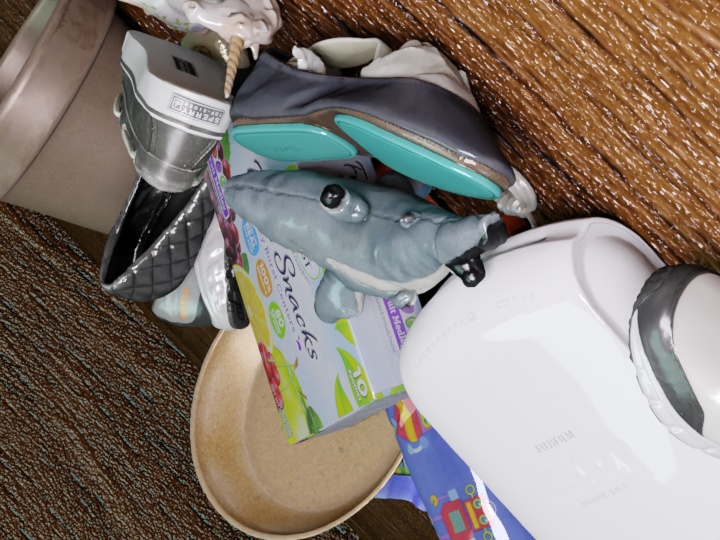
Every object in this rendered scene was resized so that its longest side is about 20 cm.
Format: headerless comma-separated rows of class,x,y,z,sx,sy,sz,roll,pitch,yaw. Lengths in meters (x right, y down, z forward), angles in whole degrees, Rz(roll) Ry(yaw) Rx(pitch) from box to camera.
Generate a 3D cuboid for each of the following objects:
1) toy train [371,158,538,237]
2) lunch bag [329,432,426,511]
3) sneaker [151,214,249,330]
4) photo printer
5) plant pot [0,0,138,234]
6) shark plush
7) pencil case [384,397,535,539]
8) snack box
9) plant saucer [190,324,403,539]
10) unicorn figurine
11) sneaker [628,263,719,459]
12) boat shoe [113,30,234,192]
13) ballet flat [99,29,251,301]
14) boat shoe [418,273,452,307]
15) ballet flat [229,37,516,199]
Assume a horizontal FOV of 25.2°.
toy train,0.056,-0.010,0.929,0.150,0.056,0.200,50,168,-17
lunch bag,0.005,0.107,1.196,0.150,0.094,0.200,11,-157,-40
sneaker,-0.119,-0.057,1.132,0.079,0.201,0.074,-5,171,20
photo printer,0.121,0.071,0.813,0.200,0.069,0.166,48,141,-6
plant pot,-0.203,-0.111,1.264,0.174,0.201,0.200,30,174,-19
shark plush,0.002,-0.014,0.806,0.083,0.091,0.200,35,178,-29
pencil case,0.083,0.143,0.984,0.087,0.078,0.200,-10,-105,-57
snack box,-0.029,-0.009,0.963,0.142,0.053,0.200,-37,70,61
plant saucer,-0.029,0.089,1.101,0.200,0.200,0.035,36,-177,42
unicorn figurine,-0.107,-0.174,0.947,0.137,0.074,0.200,38,-176,-7
sneaker,0.198,0.068,0.696,0.200,0.074,0.080,45,155,-14
boat shoe,-0.115,-0.095,0.946,0.071,0.064,0.200,21,-167,-12
ballet flat,-0.119,-0.070,1.062,0.066,0.200,0.057,25,-165,26
boat shoe,0.000,0.000,1.047,0.200,0.069,0.057,18,145,26
ballet flat,0.007,-0.083,0.799,0.200,0.073,0.073,14,147,49
